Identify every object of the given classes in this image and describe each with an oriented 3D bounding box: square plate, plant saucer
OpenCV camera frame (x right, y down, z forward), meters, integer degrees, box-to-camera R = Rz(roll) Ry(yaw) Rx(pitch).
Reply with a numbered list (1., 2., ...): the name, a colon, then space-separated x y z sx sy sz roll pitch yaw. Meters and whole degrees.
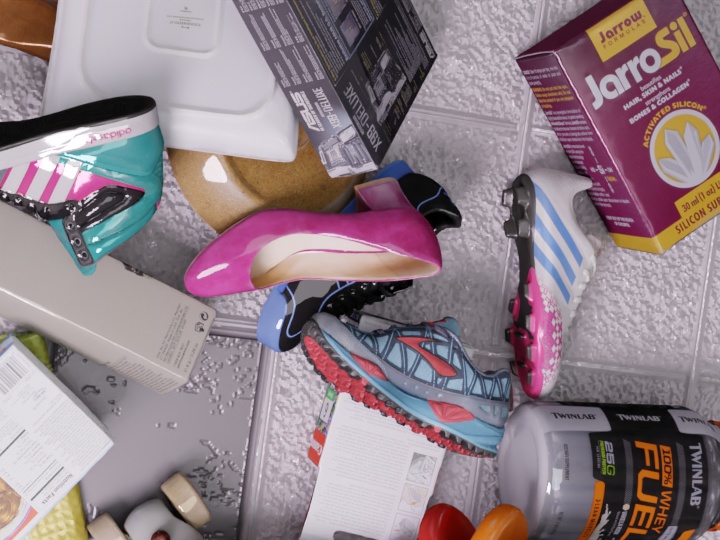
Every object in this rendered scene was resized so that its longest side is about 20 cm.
1. square plate: -0.140 -0.191 1.177 0.198 0.028 0.200 6 74 -7
2. plant saucer: -0.064 -0.117 1.234 0.198 0.035 0.203 0 90 -34

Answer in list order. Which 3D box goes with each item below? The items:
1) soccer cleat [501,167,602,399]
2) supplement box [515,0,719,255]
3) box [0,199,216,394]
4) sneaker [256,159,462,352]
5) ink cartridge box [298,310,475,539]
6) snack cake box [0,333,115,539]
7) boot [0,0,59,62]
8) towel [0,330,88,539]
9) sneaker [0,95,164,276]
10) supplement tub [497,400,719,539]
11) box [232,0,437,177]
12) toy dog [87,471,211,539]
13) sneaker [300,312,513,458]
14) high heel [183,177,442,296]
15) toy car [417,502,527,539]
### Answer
1. soccer cleat: 0.174 0.011 1.321 0.085 0.070 0.203 -3 95 -14
2. supplement box: 0.246 -0.134 1.312 0.130 0.103 0.201 -33 101 -9
3. box: -0.221 0.023 1.204 0.199 0.082 0.069 29 68 -17
4. sneaker: 0.000 0.000 1.261 0.078 0.070 0.200 38 82 25
5. ink cartridge box: 0.017 0.145 1.300 0.108 0.050 0.202 16 91 -16
6. snack cake box: -0.303 0.163 1.185 0.200 0.067 0.115 -45 105 -8
7. boot: -0.238 -0.160 1.200 0.199 0.068 0.190 27 87 -14
8. towel: -0.305 0.157 1.229 0.142 0.023 0.202 -11 97 -13
9. sneaker: -0.236 -0.052 1.132 0.198 0.084 0.122 -11 114 3
10. supplement tub: 0.230 0.177 1.321 0.198 0.122 0.124 3 94 -15
11. box: -0.020 -0.200 1.189 0.201 0.049 0.158 60 39 -31
12. toy dog: -0.135 0.262 1.244 0.199 0.096 0.132 39 84 -14
13. sneaker: 0.041 0.075 1.247 0.199 0.079 0.096 31 73 -21
14. high heel: -0.036 -0.003 1.197 0.198 0.096 0.068 -18 141 -15
15. toy car: 0.077 0.274 1.234 0.200 0.175 0.150 -48 69 18
